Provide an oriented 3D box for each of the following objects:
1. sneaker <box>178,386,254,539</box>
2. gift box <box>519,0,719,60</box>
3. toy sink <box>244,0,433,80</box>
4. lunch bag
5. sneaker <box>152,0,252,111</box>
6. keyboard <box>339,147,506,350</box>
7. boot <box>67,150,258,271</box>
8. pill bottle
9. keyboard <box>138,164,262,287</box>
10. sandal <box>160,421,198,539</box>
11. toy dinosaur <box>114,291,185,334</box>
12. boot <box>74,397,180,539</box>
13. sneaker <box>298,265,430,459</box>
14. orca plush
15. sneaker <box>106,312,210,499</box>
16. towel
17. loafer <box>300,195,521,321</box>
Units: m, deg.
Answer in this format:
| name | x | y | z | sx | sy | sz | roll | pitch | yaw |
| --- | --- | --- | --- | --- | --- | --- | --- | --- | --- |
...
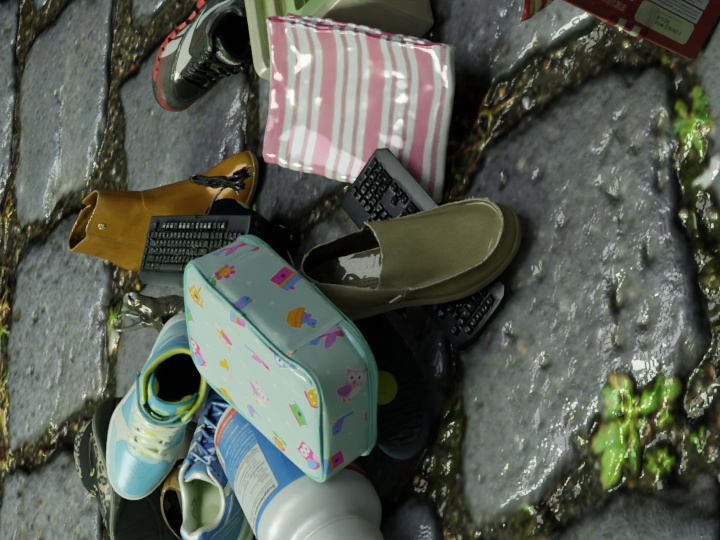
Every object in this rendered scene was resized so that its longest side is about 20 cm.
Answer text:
| name | x | y | z | sx | sy | sz | roll | pitch | yaw |
| --- | --- | --- | --- | --- | --- | --- | --- | --- | --- |
| sneaker | -0.128 | 0.176 | 1.577 | 0.075 | 0.077 | 0.201 | 0 | 78 | 25 |
| gift box | 0.174 | -0.274 | 1.256 | 0.201 | 0.184 | 0.187 | -58 | 40 | 12 |
| toy sink | -0.040 | -0.248 | 1.602 | 0.200 | 0.112 | 0.131 | -38 | 48 | 40 |
| lunch bag | -0.068 | 0.074 | 1.390 | 0.200 | 0.077 | 0.161 | 41 | 150 | 35 |
| sneaker | -0.165 | -0.240 | 1.807 | 0.201 | 0.071 | 0.098 | -50 | 40 | 29 |
| keyboard | 0.039 | -0.010 | 1.430 | 0.200 | 0.039 | 0.104 | 51 | 123 | 34 |
| boot | -0.212 | -0.067 | 1.744 | 0.201 | 0.143 | 0.071 | -46 | 45 | 34 |
| pill bottle | -0.047 | 0.197 | 1.447 | 0.113 | 0.112 | 0.200 | -59 | 39 | 21 |
| keyboard | -0.158 | -0.045 | 1.635 | 0.200 | 0.021 | 0.128 | 2 | 73 | 54 |
| sandal | -0.172 | 0.240 | 1.652 | 0.082 | 0.054 | 0.201 | -36 | 50 | 41 |
| toy dinosaur | -0.150 | 0.074 | 1.682 | 0.200 | 0.077 | 0.103 | 44 | 121 | 18 |
| boot | -0.250 | 0.241 | 1.754 | 0.154 | 0.073 | 0.205 | 153 | 104 | -69 |
| sneaker | 0.004 | 0.076 | 1.452 | 0.201 | 0.066 | 0.078 | 62 | 169 | 15 |
| orca plush | -0.114 | -0.004 | 1.614 | 0.105 | 0.071 | 0.201 | -19 | 56 | 10 |
| sneaker | -0.199 | 0.144 | 1.585 | 0.131 | 0.079 | 0.201 | -92 | 23 | -77 |
| towel | -0.005 | -0.147 | 1.493 | 0.199 | 0.030 | 0.147 | 16 | 114 | 32 |
| loafer | 0.037 | -0.009 | 1.372 | 0.199 | 0.067 | 0.076 | -22 | 63 | 13 |
